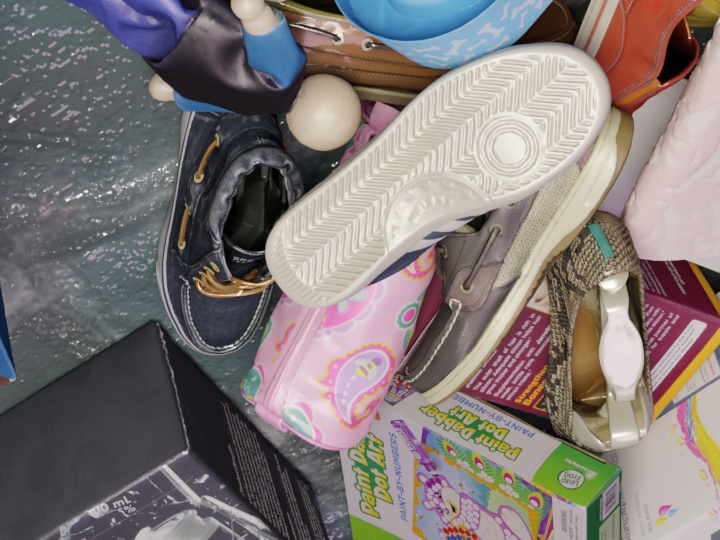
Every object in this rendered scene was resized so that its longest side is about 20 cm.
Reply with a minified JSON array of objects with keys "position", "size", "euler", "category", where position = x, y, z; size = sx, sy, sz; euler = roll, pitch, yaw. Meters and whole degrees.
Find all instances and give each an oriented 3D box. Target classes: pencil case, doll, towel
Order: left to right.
[{"position":[-0.083,-0.120,0.936],"size":[0.200,0.049,0.136],"euler":[33,154,-20],"category":"doll"},{"position":[0.000,0.000,1.071],"size":[0.087,0.087,0.201],"euler":[14,108,-29],"category":"pencil case"},{"position":[0.256,-0.085,1.065],"size":[0.190,0.032,0.201],"euler":[-4,138,-23],"category":"towel"}]

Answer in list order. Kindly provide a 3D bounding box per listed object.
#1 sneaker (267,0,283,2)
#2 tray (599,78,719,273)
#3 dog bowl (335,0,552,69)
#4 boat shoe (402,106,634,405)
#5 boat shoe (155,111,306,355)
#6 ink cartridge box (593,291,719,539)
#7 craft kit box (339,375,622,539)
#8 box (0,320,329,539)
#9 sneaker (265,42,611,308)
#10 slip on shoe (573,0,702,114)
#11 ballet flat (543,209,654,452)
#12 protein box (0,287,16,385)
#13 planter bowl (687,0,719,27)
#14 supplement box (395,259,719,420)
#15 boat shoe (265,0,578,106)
[{"position":[-0.002,-0.216,0.913],"size":[0.075,0.088,0.200],"euler":[21,118,-31],"category":"sneaker"},{"position":[0.190,-0.067,1.149],"size":[0.199,0.022,0.108],"euler":[18,114,-31],"category":"tray"},{"position":[0.074,-0.185,0.936],"size":[0.200,0.111,0.050],"euler":[-50,144,-1],"category":"dog bowl"},{"position":[0.072,-0.017,1.019],"size":[0.066,0.072,0.201],"euler":[30,116,-7],"category":"boat shoe"},{"position":[-0.074,-0.009,1.061],"size":[0.070,0.091,0.201],"euler":[-6,131,-14],"category":"boat shoe"},{"position":[0.238,0.104,1.200],"size":[0.087,0.146,0.200],"euler":[22,137,-33],"category":"ink cartridge box"},{"position":[0.076,0.163,1.204],"size":[0.048,0.197,0.201],"euler":[-40,141,-31],"category":"craft kit box"},{"position":[-0.147,0.171,1.171],"size":[0.199,0.124,0.197],"euler":[-32,130,9],"category":"box"},{"position":[0.042,-0.055,0.964],"size":[0.199,0.085,0.075],"euler":[-30,92,18],"category":"sneaker"},{"position":[0.147,-0.114,1.004],"size":[0.061,0.074,0.200],"euler":[26,148,8],"category":"slip on shoe"},{"position":[0.142,0.057,1.089],"size":[0.067,0.075,0.201],"euler":[-17,132,-7],"category":"ballet flat"},{"position":[-0.264,-0.060,0.875],"size":[0.134,0.200,0.199],"euler":[-18,133,-4],"category":"protein box"},{"position":[0.210,-0.197,1.008],"size":[0.199,0.084,0.201],"euler":[-10,131,-11],"category":"planter bowl"},{"position":[0.114,0.021,1.159],"size":[0.199,0.086,0.111],"euler":[18,121,-32],"category":"supplement box"},{"position":[0.028,-0.131,1.006],"size":[0.199,0.072,0.068],"euler":[-8,132,-14],"category":"boat shoe"}]
